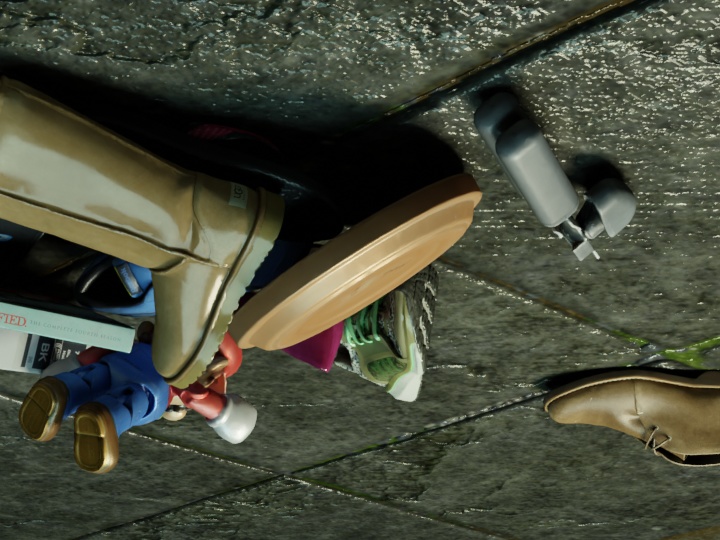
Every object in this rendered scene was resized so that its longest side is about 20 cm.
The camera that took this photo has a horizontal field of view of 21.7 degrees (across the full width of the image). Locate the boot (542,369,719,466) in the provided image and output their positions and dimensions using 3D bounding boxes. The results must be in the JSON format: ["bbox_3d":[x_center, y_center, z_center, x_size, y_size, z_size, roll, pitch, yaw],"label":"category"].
[{"bbox_3d":[0.264,0.134,1.690,0.198,0.076,0.074,0,159,3],"label":"boot"}]

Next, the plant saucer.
[{"bbox_3d":[0.000,0.000,1.292,0.199,0.032,0.200,-32,174,-4],"label":"plant saucer"}]

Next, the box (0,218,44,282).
[{"bbox_3d":[-0.315,-0.053,1.279,0.198,0.046,0.159,11,155,-24],"label":"box"}]

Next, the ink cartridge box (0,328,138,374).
[{"bbox_3d":[-0.253,0.057,1.455,0.099,0.040,0.199,13,180,33],"label":"ink cartridge box"}]

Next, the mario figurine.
[{"bbox_3d":[-0.159,0.098,1.390,0.106,0.124,0.200,-35,175,36],"label":"mario figurine"}]

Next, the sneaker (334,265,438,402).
[{"bbox_3d":[0.013,0.050,1.502,0.088,0.078,0.200,9,155,1],"label":"sneaker"}]

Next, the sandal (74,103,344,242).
[{"bbox_3d":[-0.097,-0.075,1.250,0.198,0.045,0.075,22,145,-13],"label":"sandal"}]

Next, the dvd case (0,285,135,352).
[{"bbox_3d":[-0.264,0.024,1.357,0.145,0.022,0.200,13,179,-29],"label":"dvd case"}]

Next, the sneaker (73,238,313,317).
[{"bbox_3d":[-0.121,-0.005,1.340,0.199,0.067,0.078,-16,-177,35],"label":"sneaker"}]

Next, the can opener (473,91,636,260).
[{"bbox_3d":[0.137,-0.068,1.269,0.067,0.053,0.200,-37,150,3],"label":"can opener"}]

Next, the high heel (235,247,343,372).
[{"bbox_3d":[-0.091,0.055,1.469,0.067,0.097,0.199,17,152,-35],"label":"high heel"}]

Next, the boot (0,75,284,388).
[{"bbox_3d":[-0.171,-0.023,1.229,0.198,0.066,0.176,20,121,-17],"label":"boot"}]
